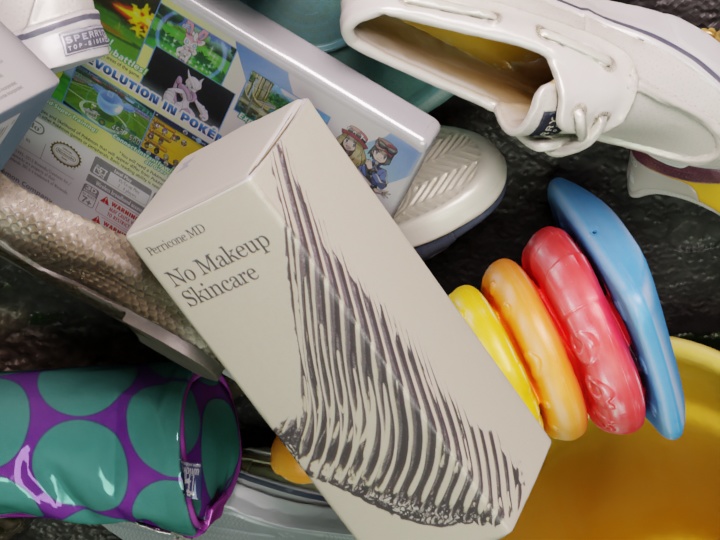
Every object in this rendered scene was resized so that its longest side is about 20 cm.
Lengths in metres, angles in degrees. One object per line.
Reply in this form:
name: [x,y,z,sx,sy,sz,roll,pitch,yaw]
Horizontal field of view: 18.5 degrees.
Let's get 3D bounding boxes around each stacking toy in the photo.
stacking toy: [0.049,0.056,1.064,0.199,0.116,0.110,-25,131,-5]

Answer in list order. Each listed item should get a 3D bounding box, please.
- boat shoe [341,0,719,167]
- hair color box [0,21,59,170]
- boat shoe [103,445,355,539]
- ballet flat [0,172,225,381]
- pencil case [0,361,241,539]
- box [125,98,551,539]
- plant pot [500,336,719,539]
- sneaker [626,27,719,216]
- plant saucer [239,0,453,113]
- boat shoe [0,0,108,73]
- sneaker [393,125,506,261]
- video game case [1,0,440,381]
boat shoe: [0.082,-0.081,0.939,0.199,0.070,0.071,26,144,-15]
hair color box: [-0.228,-0.110,0.881,0.200,0.099,0.061,44,124,4]
boat shoe: [-0.049,0.127,1.187,0.198,0.062,0.072,11,134,11]
ballet flat: [-0.136,-0.018,1.007,0.199,0.047,0.067,30,170,9]
pencil case: [-0.166,0.096,1.125,0.198,0.085,0.093,-3,92,11]
box: [-0.006,0.031,0.962,0.082,0.069,0.200,-24,112,36]
plant pot: [0.152,0.164,1.160,0.199,0.202,0.189,-15,146,10]
sneaker: [0.224,-0.046,1.048,0.199,0.075,0.090,19,128,-8]
plant saucer: [-0.023,-0.129,0.986,0.198,0.028,0.201,-1,131,-2]
boat shoe: [-0.200,-0.104,0.967,0.199,0.071,0.070,-12,97,35]
sneaker: [0.000,0.000,1.075,0.199,0.075,0.085,-24,128,30]
video game case: [-0.085,-0.050,1.001,0.199,0.022,0.183,31,131,2]
